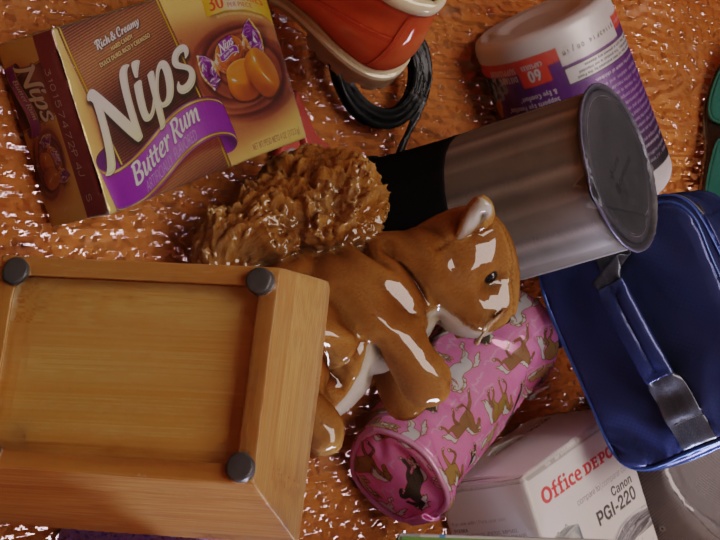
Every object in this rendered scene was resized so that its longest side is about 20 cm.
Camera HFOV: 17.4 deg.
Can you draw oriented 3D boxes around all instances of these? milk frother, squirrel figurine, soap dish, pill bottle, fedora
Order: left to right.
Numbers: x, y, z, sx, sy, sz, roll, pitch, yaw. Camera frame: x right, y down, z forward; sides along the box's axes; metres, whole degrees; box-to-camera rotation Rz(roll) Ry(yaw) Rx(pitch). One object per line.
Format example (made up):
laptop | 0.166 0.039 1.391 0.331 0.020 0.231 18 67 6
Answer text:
soap dish | -0.125 0.067 1.326 0.081 0.198 0.159 71 23 -65
squirrel figurine | 0.000 0.000 1.501 0.186 0.142 0.201 -34 81 -6
milk frother | 0.085 -0.097 1.620 0.201 0.187 0.181 60 30 -24
pill bottle | 0.171 -0.101 1.790 0.111 0.111 0.201 -39 111 -47
fedora | 0.252 0.171 1.842 0.200 0.090 0.178 52 47 -30

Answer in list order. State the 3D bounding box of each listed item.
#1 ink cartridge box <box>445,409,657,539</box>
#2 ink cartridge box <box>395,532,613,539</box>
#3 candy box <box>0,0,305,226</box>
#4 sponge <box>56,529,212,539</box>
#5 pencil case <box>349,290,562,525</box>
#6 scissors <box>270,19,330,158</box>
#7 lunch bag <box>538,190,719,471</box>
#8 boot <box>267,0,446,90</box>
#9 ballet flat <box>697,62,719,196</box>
ink cartridge box | 0.151 0.219 1.715 0.145 0.084 0.202 -28 101 -50
ink cartridge box | 0.118 0.212 1.575 0.104 0.198 0.060 106 -15 -78
candy box | -0.127 -0.111 1.475 0.199 0.056 0.118 -25 101 -51
sponge | -0.128 0.160 1.366 0.030 0.111 0.201 49 47 -42
pencil case | 0.067 0.093 1.646 0.200 0.086 0.083 -47 159 -45
scissors | -0.055 -0.121 1.596 0.073 0.014 0.201 -36 111 -46
lunch bag | 0.218 0.034 1.684 0.201 0.135 0.132 65 20 2
boot | -0.032 -0.215 1.542 0.199 0.107 0.075 37 58 -6
ballet flat | 0.326 -0.108 2.030 0.065 0.070 0.201 70 34 -56
